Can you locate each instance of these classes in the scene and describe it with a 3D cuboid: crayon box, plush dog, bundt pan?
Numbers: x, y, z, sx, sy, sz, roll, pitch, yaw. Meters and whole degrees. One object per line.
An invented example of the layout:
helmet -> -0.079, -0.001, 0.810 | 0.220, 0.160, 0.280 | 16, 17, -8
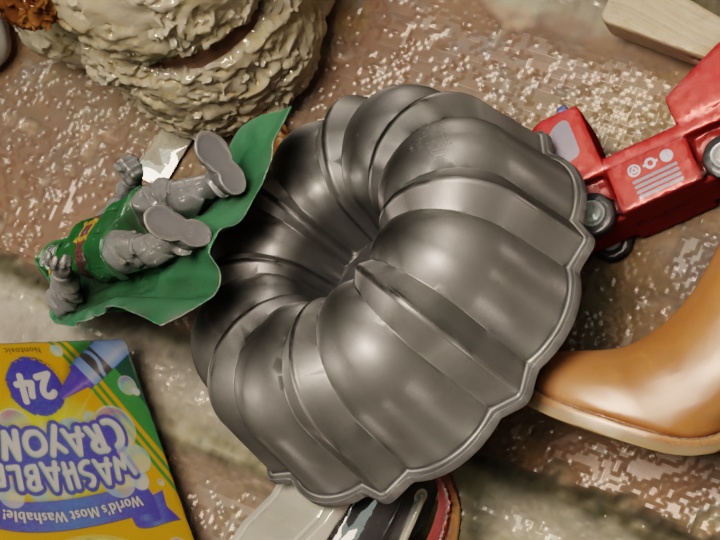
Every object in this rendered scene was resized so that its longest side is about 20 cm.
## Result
crayon box -> -0.140, 0.130, 0.960 | 0.052, 0.126, 0.200 | -40, 62, 40
plush dog -> -0.086, -0.131, 0.993 | 0.200, 0.172, 0.161 | -22, 69, 11
bundt pan -> 0.000, 0.000, 0.932 | 0.202, 0.076, 0.202 | -28, 42, 30

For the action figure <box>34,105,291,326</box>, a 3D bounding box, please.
action figure -> -0.110, -0.014, 0.981 | 0.055, 0.200, 0.118 | 40, 65, -15

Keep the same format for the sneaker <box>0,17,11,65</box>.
sneaker -> -0.268, -0.105, 1.051 | 0.076, 0.200, 0.092 | -55, 45, 43

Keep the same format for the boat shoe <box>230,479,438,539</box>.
boat shoe -> 0.005, 0.100, 0.958 | 0.200, 0.060, 0.074 | -57, 30, -8

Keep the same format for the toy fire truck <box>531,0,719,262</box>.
toy fire truck -> 0.157, -0.101, 0.970 | 0.200, 0.049, 0.141 | -24, 68, 12

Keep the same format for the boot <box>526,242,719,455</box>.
boot -> 0.169, 0.001, 0.904 | 0.200, 0.074, 0.155 | 3, 95, 5

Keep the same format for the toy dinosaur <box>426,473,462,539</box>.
toy dinosaur -> -0.031, 0.208, 0.922 | 0.181, 0.105, 0.200 | -9, 60, 10
